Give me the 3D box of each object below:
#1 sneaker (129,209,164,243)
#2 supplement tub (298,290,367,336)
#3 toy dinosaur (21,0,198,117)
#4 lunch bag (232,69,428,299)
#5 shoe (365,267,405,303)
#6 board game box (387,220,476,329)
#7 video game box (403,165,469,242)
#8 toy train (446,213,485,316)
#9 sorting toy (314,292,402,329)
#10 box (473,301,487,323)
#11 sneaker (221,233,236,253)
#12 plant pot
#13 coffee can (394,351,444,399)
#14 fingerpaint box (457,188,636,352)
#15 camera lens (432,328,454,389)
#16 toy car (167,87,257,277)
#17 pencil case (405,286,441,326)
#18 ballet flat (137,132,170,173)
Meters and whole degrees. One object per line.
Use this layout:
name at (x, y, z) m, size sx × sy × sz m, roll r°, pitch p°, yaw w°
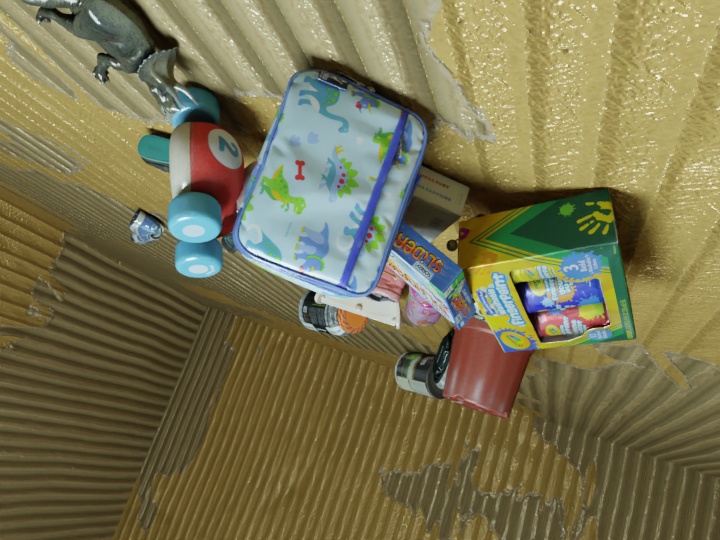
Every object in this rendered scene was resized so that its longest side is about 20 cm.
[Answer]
sneaker at (-0.602, -0.107, 1.528) m, size 0.076 × 0.077 × 0.200 m, roll 27°, pitch 166°, yaw -10°
supplement tub at (-0.075, 0.114, 1.497) m, size 0.121 × 0.125 × 0.198 m, roll 30°, pitch 164°, yaw -36°
toy dinosaur at (-0.260, -0.250, 0.556) m, size 0.100 × 0.079 × 0.200 m, roll -1°, pitch 153°, yaw 26°
lunch bag at (-0.026, -0.082, 0.537) m, size 0.158 × 0.204 × 0.082 m, roll 23°, pitch 173°, yaw -7°
shoe at (0.000, 0.000, 1.029) m, size 0.196 × 0.093 × 0.071 m, roll 13°, pitch 164°, yaw 29°
board game box at (0.048, -0.023, 0.645) m, size 0.199 × 0.035 × 0.136 m, roll 42°, pitch 176°, yaw 29°
video game box at (0.028, -0.097, 0.726) m, size 0.178 × 0.048 × 0.200 m, roll 21°, pitch 166°, yaw -6°
toy train at (0.197, -0.013, 0.717) m, size 0.146 × 0.057 × 0.201 m, roll -2°, pitch 145°, yaw 17°
sorting toy at (0.021, 0.059, 1.229) m, size 0.195 × 0.109 × 0.180 m, roll 16°, pitch 173°, yaw 14°
box at (0.295, 0.077, 0.985) m, size 0.196 × 0.050 × 0.161 m, roll 23°, pitch 163°, yaw -8°
sneaker at (-0.259, -0.097, 1.115) m, size 0.079 × 0.077 × 0.199 m, roll 35°, pitch 153°, yaw -18°
plant pot at (0.273, 0.200, 1.163) m, size 0.196 × 0.200 × 0.201 m, roll 18°, pitch 166°, yaw 5°
coffee can at (0.241, 0.390, 2.014) m, size 0.145 × 0.150 × 0.198 m, roll 28°, pitch 164°, yaw -29°
fingerpaint box at (0.222, 0.015, 0.633) m, size 0.163 × 0.075 × 0.201 m, roll -10°, pitch 141°, yaw 26°
camera lens at (0.297, 0.253, 1.401) m, size 0.196 × 0.163 × 0.160 m, roll 20°, pitch 166°, yaw -1°
toy car at (-0.141, -0.109, 0.699) m, size 0.195 × 0.189 × 0.178 m, roll -2°, pitch 154°, yaw -15°
pencil case at (0.132, 0.054, 1.068) m, size 0.085 × 0.089 × 0.200 m, roll 18°, pitch 165°, yaw 9°
ballet flat at (-0.261, -0.170, 0.848) m, size 0.197 × 0.069 × 0.068 m, roll 25°, pitch 179°, yaw 23°
